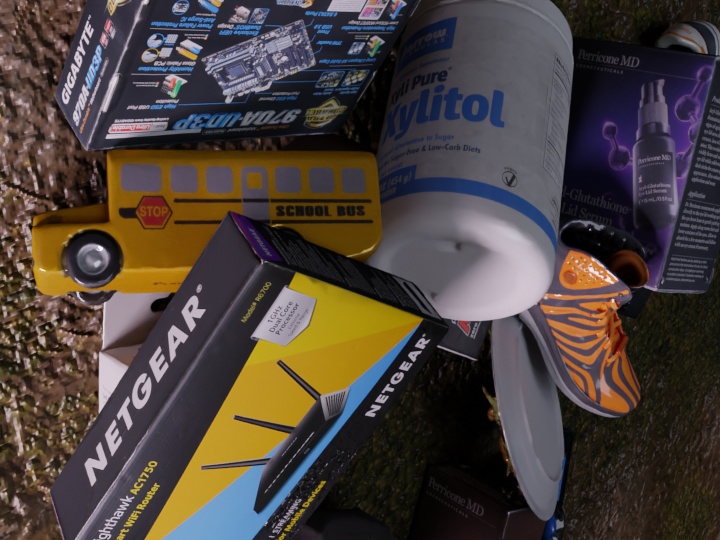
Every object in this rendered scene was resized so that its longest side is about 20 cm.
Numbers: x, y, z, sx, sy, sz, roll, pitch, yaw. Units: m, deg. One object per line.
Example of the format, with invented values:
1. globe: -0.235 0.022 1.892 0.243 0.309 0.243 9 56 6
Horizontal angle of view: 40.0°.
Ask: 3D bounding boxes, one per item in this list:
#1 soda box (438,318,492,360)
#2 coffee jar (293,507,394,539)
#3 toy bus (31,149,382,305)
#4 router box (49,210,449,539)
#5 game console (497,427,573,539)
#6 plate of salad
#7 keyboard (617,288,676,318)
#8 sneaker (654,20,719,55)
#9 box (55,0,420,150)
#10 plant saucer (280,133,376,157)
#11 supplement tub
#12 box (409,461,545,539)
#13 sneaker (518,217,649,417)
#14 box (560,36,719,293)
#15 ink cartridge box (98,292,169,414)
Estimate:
1. soda box: 0.091 -0.036 0.811 0.070 0.063 0.204 21 90 -47
2. coffee jar: -0.044 0.286 0.777 0.103 0.085 0.204 13 96 -47
3. toy bus: -0.088 -0.026 0.579 0.196 0.065 0.080 -1 79 -16
4. router box: -0.062 0.079 0.561 0.148 0.051 0.201 20 112 -42
5. game console: 0.192 0.287 1.003 0.116 0.171 0.204 0 107 -17
6. plate of salad: 0.139 0.118 0.876 0.200 0.047 0.204 -12 90 -69
7. keyboard: 0.304 -0.036 0.979 0.102 0.040 0.203 13 118 -17
8. sneaker: 0.312 -0.144 0.989 0.079 0.078 0.204 -16 108 -44
9. box: -0.057 -0.146 0.569 0.198 0.046 0.160 -12 148 -42
10. plant saucer: 0.000 0.000 0.695 0.199 0.034 0.205 16 69 -49
11. supplement tub: 0.076 -0.082 0.679 0.132 0.130 0.203 44 47 -45
12. box: 0.093 0.291 0.909 0.074 0.099 0.204 8 99 -46
13. sneaker: 0.205 0.041 0.836 0.201 0.111 0.078 49 46 -19
14. box: 0.254 -0.096 0.894 0.103 0.147 0.204 2 102 -45
15. ink cartridge box: -0.108 0.106 0.655 0.116 0.067 0.204 -11 113 -42
